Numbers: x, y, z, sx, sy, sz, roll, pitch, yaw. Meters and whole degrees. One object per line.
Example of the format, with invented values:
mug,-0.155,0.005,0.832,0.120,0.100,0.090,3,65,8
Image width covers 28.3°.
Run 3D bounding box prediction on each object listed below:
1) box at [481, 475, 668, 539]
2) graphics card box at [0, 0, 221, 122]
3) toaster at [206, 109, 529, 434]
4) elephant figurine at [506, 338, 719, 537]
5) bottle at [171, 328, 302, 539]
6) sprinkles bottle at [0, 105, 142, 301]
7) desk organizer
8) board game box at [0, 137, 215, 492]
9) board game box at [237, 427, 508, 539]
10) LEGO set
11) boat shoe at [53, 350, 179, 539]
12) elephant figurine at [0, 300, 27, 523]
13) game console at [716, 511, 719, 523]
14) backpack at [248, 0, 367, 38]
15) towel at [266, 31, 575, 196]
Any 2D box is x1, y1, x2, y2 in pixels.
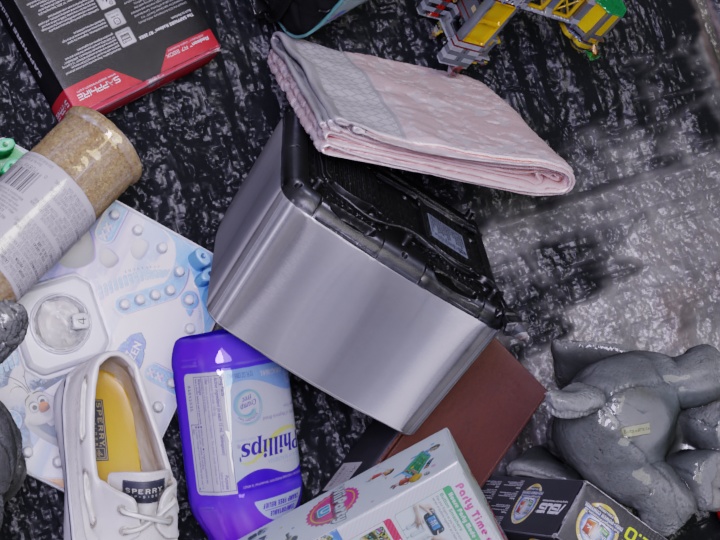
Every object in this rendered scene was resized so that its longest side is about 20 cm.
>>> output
box,0.161,0.206,1.002,0.160,0.200,0.044,36,73,-13
graphics card box,-0.204,-0.214,1.025,0.125,0.051,0.201,-31,92,-25
toaster,0.000,0.000,0.986,0.180,0.200,0.119,30,108,-15
elephant figurine,0.172,0.118,1.023,0.141,0.200,0.156,-31,99,-21
bottle,-0.080,0.140,0.980,0.083,0.065,0.202,-7,91,-52
sprinkles bottle,-0.229,-0.019,0.931,0.068,0.068,0.200,44,66,-8
desk organizer,0.045,0.138,1.041,0.077,0.072,0.200,44,66,-11
board game box,-0.205,0.036,0.981,0.199,0.026,0.201,29,69,-15
board game box,0.006,0.218,0.928,0.199,0.064,0.148,-28,104,4
LEGO set,0.105,-0.234,1.136,0.153,0.116,0.201,-2,57,-43
boat shoe,-0.148,0.148,0.910,0.070,0.070,0.202,0,68,-32
elephant figurine,-0.255,0.124,0.840,0.198,0.155,0.143,-15,64,10
game console,0.374,0.170,1.203,0.171,0.119,0.201,-23,87,6
backpack,-0.017,-0.286,1.014,0.153,0.200,0.176,-37,93,-29
towel,0.038,-0.116,1.039,0.189,0.200,0.032,10,114,-21
